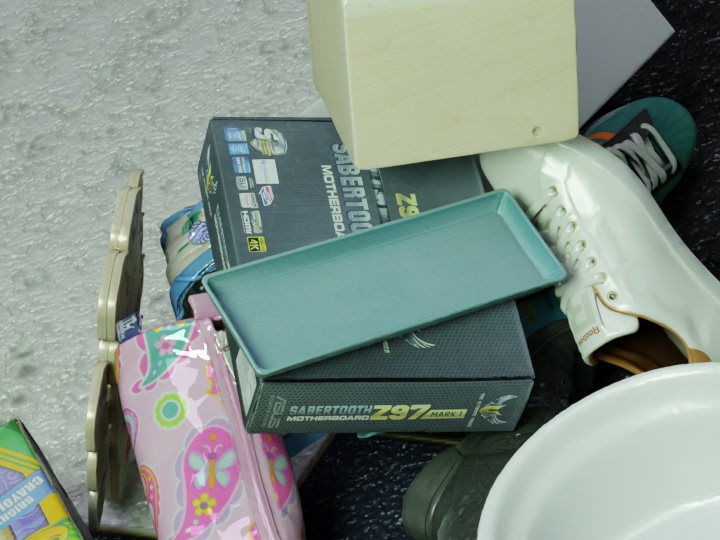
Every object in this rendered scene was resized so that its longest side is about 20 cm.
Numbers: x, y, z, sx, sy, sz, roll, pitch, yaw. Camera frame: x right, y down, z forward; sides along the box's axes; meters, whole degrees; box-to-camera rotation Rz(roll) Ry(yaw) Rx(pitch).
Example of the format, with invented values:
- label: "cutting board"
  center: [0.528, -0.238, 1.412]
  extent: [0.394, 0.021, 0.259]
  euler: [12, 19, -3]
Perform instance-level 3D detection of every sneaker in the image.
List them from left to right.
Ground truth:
- label: "sneaker"
  center: [0.100, 0.115, 1.437]
  extent: [0.104, 0.060, 0.200]
  euler: [18, 57, 43]
- label: "sneaker"
  center: [0.134, -0.003, 1.459]
  extent: [0.085, 0.200, 0.073]
  euler: [-42, -7, -39]
- label: "sneaker"
  center: [0.149, -0.045, 1.576]
  extent: [0.200, 0.071, 0.080]
  euler: [-40, 10, -28]

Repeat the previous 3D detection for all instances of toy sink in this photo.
- label: "toy sink"
  center: [0.038, -0.146, 1.481]
  extent: [0.130, 0.112, 0.200]
  euler: [-9, 27, -9]

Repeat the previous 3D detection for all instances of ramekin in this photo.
- label: "ramekin"
  center: [0.169, 0.148, 1.311]
  extent: [0.200, 0.098, 0.201]
  euler: [-17, 36, 12]

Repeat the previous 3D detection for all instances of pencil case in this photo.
- label: "pencil case"
  center: [-0.077, 0.117, 1.438]
  extent: [0.087, 0.087, 0.200]
  euler: [-19, 69, 8]

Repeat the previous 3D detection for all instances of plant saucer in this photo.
- label: "plant saucer"
  center: [0.014, 0.008, 1.401]
  extent: [0.200, 0.019, 0.070]
  euler: [-16, 57, -29]

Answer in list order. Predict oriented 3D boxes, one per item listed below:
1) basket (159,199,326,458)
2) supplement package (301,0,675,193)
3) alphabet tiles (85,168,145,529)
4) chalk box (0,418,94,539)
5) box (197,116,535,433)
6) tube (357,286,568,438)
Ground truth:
- label: "basket"
  center: [-0.034, 0.023, 1.565]
  extent: [0.176, 0.139, 0.200]
  euler: [-30, 45, -3]
- label: "supplement package"
  center: [0.084, -0.128, 1.656]
  extent: [0.200, 0.121, 0.120]
  euler: [-45, 8, -37]
- label: "alphabet tiles"
  center: [-0.144, 0.047, 1.550]
  extent: [0.015, 0.200, 0.196]
  euler: [5, 50, 0]
- label: "chalk box"
  center: [-0.195, 0.201, 1.439]
  extent: [0.124, 0.125, 0.200]
  euler: [-29, 33, -6]
- label: "box"
  center: [0.000, 0.000, 1.450]
  extent: [0.157, 0.051, 0.200]
  euler: [1, 50, -16]
- label: "tube"
  center: [0.088, 0.048, 1.545]
  extent: [0.200, 0.050, 0.077]
  euler: [-24, 13, 7]
